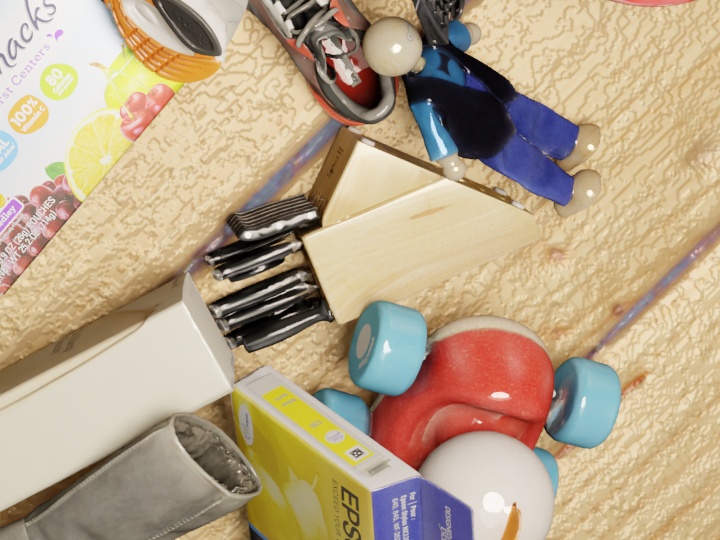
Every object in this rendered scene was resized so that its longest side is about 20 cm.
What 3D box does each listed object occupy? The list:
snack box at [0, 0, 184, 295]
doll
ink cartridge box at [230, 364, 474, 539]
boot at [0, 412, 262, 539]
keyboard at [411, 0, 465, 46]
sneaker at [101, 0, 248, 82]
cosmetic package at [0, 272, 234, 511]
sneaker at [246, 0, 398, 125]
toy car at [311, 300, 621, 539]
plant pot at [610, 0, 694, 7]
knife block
[{"bbox_3d":[-0.237,-0.114,1.546,0.169,0.068,0.200,41,91,-16],"label":"snack box"},{"bbox_3d":[0.078,-0.113,1.586,0.200,0.137,0.048,28,139,-32],"label":"doll"},{"bbox_3d":[-0.004,0.188,1.566,0.047,0.200,0.198,-27,133,-28],"label":"ink cartridge box"},{"bbox_3d":[-0.153,0.180,1.576,0.200,0.073,0.182,-34,146,11],"label":"boot"},{"bbox_3d":[0.052,-0.241,1.540,0.021,0.127,0.200,-2,71,11],"label":"keyboard"},{"bbox_3d":[-0.150,-0.215,1.505,0.076,0.092,0.200,-28,109,34],"label":"sneaker"},{"bbox_3d":[-0.187,0.085,1.572,0.200,0.104,0.073,-29,101,2],"label":"cosmetic package"},{"bbox_3d":[-0.035,-0.178,1.562,0.077,0.082,0.200,-42,107,1],"label":"sneaker"},{"bbox_3d":[0.070,0.149,1.576,0.184,0.200,0.177,17,129,-19],"label":"toy car"},{"bbox_3d":[0.171,-0.279,1.525,0.200,0.183,0.201,-2,103,-9],"label":"plant pot"},{"bbox_3d":[0.000,0.000,1.621,0.200,0.064,0.176,22,99,-15],"label":"knife block"}]
